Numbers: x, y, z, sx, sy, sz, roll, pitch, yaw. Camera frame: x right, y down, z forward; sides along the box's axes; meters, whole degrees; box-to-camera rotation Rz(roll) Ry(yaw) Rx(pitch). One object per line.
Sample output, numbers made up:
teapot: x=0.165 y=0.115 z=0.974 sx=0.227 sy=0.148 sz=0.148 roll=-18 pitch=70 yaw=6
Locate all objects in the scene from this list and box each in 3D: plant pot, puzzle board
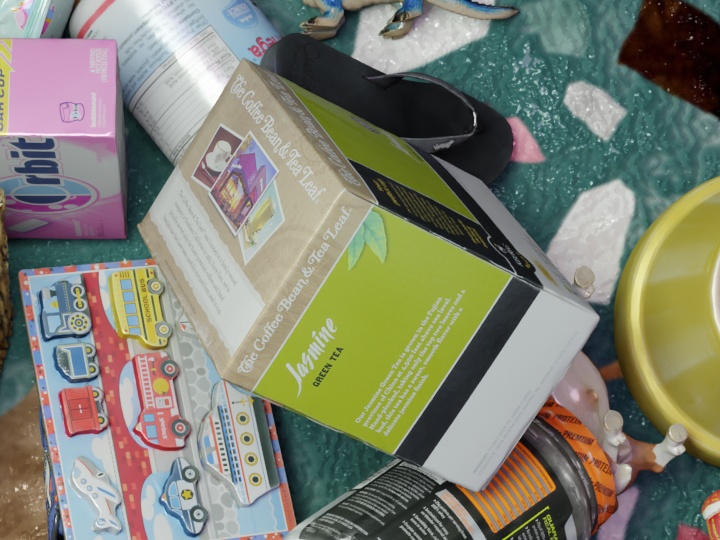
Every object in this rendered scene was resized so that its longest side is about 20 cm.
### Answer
plant pot: x=0.268 y=0.025 z=1.471 sx=0.200 sy=0.189 sz=0.202 roll=0 pitch=83 yaw=0
puzzle board: x=-0.130 y=0.085 z=1.502 sx=0.150 sy=0.017 sz=0.201 roll=-6 pitch=70 yaw=-20

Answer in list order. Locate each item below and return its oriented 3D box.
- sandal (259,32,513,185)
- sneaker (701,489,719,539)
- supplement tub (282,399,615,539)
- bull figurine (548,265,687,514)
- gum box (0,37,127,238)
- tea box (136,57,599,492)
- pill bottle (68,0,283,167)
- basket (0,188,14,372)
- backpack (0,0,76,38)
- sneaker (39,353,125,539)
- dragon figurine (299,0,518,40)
sandal: x=0.026 y=-0.098 z=1.503 sx=0.200 sy=0.043 sz=0.076 roll=15 pitch=63 yaw=-37
sneaker: x=0.304 y=0.161 z=1.490 sx=0.199 sy=0.073 sz=0.077 roll=-11 pitch=71 yaw=-27
supplement tub: x=0.056 y=0.165 z=1.437 sx=0.200 sy=0.123 sz=0.123 roll=-31 pitch=84 yaw=-32
bull figurine: x=0.123 y=0.066 z=1.511 sx=0.065 sy=0.121 sz=0.200 roll=-36 pitch=92 yaw=-30
gum box: x=-0.206 y=-0.078 z=1.478 sx=0.113 sy=0.200 sz=0.066 roll=0 pitch=72 yaw=-3
tea box: x=0.000 y=0.000 z=1.389 sx=0.196 sy=0.200 sz=0.134 roll=27 pitch=104 yaw=-29
pill bottle: x=-0.090 y=-0.115 z=1.525 sx=0.109 sy=0.109 sz=0.200 roll=-39 pitch=85 yaw=-4
basket: x=-0.304 y=0.034 z=1.450 sx=0.148 sy=0.200 sz=0.143 roll=13 pitch=62 yaw=0
backpack: x=-0.251 y=-0.204 z=1.485 sx=0.153 sy=0.200 sz=0.176 roll=20 pitch=83 yaw=5
sneaker: x=-0.170 y=0.145 z=1.509 sx=0.075 sy=0.078 sz=0.201 roll=-7 pitch=84 yaw=-2
dragon figurine: x=0.006 y=-0.208 z=1.561 sx=0.199 sy=0.059 sz=0.100 roll=-2 pitch=84 yaw=1
